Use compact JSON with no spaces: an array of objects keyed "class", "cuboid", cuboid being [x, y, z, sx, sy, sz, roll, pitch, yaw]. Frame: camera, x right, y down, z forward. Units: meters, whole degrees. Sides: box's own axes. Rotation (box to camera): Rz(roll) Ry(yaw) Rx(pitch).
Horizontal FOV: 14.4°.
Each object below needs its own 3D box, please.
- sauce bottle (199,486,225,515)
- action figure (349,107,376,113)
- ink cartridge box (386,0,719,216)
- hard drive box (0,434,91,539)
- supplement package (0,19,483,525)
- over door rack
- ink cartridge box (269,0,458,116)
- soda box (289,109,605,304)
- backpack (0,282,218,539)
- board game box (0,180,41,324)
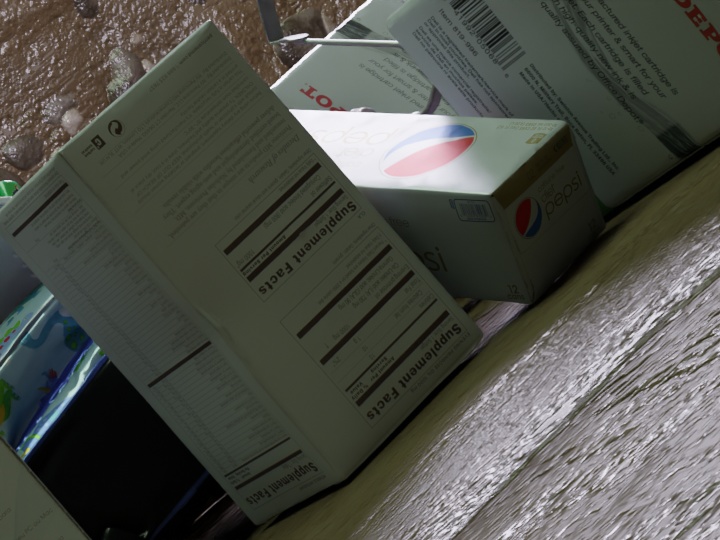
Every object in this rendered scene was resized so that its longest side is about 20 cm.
[{"class":"sauce bottle","cuboid":[-0.105,0.113,1.648,0.200,0.066,0.066,-39,4,1]},{"class":"action figure","cuboid":[0.037,-0.004,1.537,0.199,0.134,0.149,-29,-39,0]},{"class":"ink cartridge box","cuboid":[0.127,-0.124,1.368,0.083,0.147,0.200,-42,5,-37]},{"class":"hard drive box","cuboid":[-0.211,0.143,1.315,0.156,0.200,0.077,-41,4,-10]},{"class":"supplement package","cuboid":[-0.060,0.004,1.361,0.110,0.200,0.114,-44,6,-29]},{"class":"over door rack","cuboid":[0.060,-0.133,1.678,0.199,0.067,0.147,20,28,40]},{"class":"ink cartridge box","cuboid":[0.044,-0.096,1.778,0.200,0.145,0.084,-44,-16,-38]},{"class":"soda box","cuboid":[0.018,-0.034,1.405,0.199,0.064,0.068,6,38,43]},{"class":"backpack","cuboid":[-0.145,0.092,1.488,0.183,0.147,0.200,-55,2,-26]},{"class":"board game box","cuboid":[-0.158,0.019,1.570,0.199,0.026,0.200,-3,-40,-34]}]
